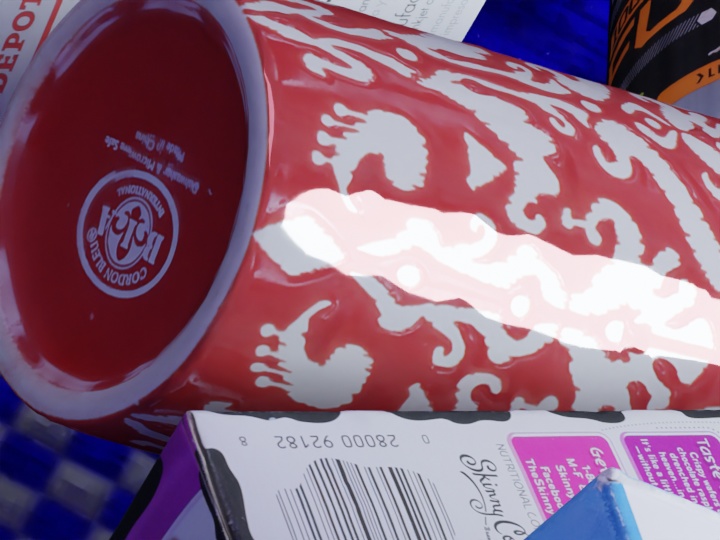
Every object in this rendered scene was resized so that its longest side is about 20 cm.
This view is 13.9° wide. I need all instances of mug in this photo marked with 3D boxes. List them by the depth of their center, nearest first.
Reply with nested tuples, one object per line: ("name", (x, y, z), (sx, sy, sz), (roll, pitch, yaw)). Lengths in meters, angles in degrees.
("mug", (0.002, 0.010, 0.733), (0.200, 0.177, 0.134), (16, 64, -41))

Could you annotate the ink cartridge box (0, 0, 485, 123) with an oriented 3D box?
("ink cartridge box", (-0.073, -0.071, 0.796), (0.200, 0.115, 0.068), (-4, 50, -34))

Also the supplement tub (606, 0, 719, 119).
("supplement tub", (0.135, -0.049, 0.897), (0.122, 0.123, 0.200), (21, 40, -12))

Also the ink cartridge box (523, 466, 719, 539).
("ink cartridge box", (0.038, 0.160, 0.578), (0.125, 0.200, 0.129), (22, 37, -38))

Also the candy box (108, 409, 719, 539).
("candy box", (0.031, 0.095, 0.673), (0.200, 0.136, 0.061), (0, 50, -31))
